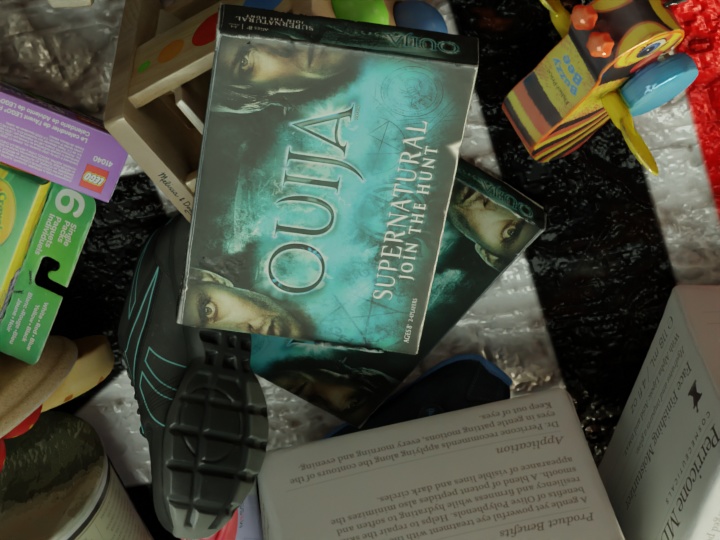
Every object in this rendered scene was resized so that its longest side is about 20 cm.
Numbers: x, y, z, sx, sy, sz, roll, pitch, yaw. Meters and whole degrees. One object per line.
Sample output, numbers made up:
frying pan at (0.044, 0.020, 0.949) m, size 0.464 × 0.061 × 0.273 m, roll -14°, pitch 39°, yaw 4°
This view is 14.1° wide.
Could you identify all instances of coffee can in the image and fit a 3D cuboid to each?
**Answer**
coffee can at (-0.193, 0.210, 1.861) m, size 0.146 × 0.146 × 0.200 m, roll -13°, pitch 127°, yaw 14°

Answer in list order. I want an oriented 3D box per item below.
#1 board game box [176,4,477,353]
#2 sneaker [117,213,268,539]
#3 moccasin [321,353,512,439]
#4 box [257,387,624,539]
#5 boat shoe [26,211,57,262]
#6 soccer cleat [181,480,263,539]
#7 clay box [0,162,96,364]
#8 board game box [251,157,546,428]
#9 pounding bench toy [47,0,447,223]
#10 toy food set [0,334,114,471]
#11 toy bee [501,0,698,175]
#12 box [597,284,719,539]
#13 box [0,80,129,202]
board game box at (-0.021, -0.045, 1.542) m, size 0.135 × 0.028 × 0.200 m, roll 7°, pitch 130°, yaw -4°
sneaker at (-0.101, 0.061, 1.717) m, size 0.075 × 0.200 × 0.079 m, roll 15°, pitch 162°, yaw -40°
moccasin at (0.014, 0.127, 1.828) m, size 0.080 × 0.068 × 0.200 m, roll 30°, pitch 126°, yaw -19°
box at (0.053, 0.210, 1.743) m, size 0.199 × 0.171 × 0.200 m, roll -12°, pitch 137°, yaw -8°
boat shoe at (-0.254, 0.008, 1.740) m, size 0.072 × 0.072 × 0.200 m, roll 38°, pitch 110°, yaw -11°
soccer cleat at (-0.093, 0.165, 1.858) m, size 0.068 × 0.073 × 0.200 m, roll 9°, pitch 130°, yaw 16°
clay box at (-0.263, -0.028, 1.675) m, size 0.200 × 0.048 × 0.115 m, roll 22°, pitch 101°, yaw 5°
board game box at (0.000, 0.000, 1.750) m, size 0.135 × 0.028 × 0.200 m, roll 29°, pitch 126°, yaw -18°
pounding bench toy at (-0.057, -0.132, 1.582) m, size 0.156 × 0.124 × 0.200 m, roll -27°, pitch 123°, yaw 23°
toy food set at (-0.249, 0.102, 1.748) m, size 0.198 × 0.200 × 0.049 m, roll -25°, pitch 106°, yaw 22°
toy bee at (0.133, -0.128, 1.584) m, size 0.131 × 0.109 × 0.200 m, roll 42°, pitch 123°, yaw 26°
box at (0.262, 0.124, 1.740) m, size 0.200 × 0.131 × 0.199 m, roll 2°, pitch 131°, yaw -20°
box at (-0.232, -0.097, 1.620) m, size 0.200 × 0.137 × 0.039 m, roll 21°, pitch 94°, yaw -14°
